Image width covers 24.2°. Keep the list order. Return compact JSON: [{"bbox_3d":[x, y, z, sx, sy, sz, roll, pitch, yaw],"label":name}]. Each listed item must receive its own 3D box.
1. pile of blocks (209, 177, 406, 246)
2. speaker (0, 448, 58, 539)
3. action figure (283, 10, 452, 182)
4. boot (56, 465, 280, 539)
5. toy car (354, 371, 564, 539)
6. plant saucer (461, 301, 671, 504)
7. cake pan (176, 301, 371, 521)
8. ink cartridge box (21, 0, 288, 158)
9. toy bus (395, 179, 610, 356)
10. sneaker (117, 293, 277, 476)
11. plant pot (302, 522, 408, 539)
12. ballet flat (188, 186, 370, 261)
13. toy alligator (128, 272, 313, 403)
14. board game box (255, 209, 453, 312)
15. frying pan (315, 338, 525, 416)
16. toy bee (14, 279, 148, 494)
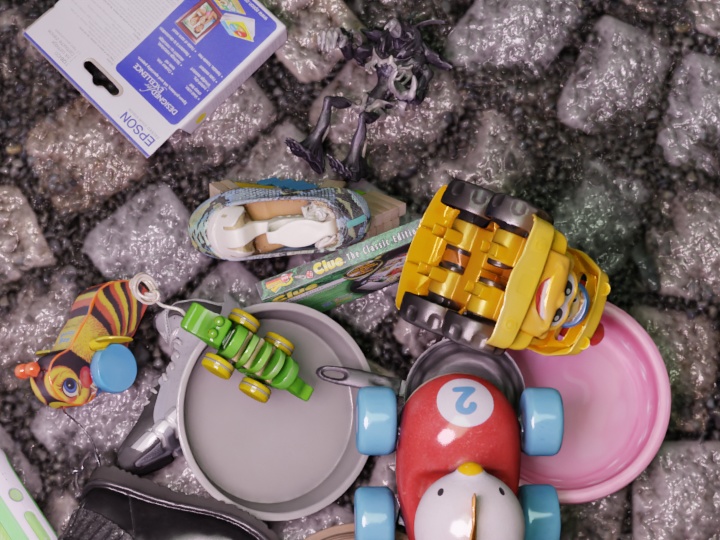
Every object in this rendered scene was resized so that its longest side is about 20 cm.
[{"bbox_3d":[-0.053,-0.049,1.661,0.198,0.082,0.063,10,117,17],"label":"pile of blocks"},{"bbox_3d":[-0.327,0.253,1.564,0.088,0.089,0.201,-36,74,-7],"label":"speaker"},{"bbox_3d":[0.013,-0.189,1.671,0.118,0.102,0.201,26,77,23],"label":"action figure"},{"bbox_3d":[-0.184,0.279,1.500,0.209,0.080,0.159,17,47,5],"label":"boot"},{"bbox_3d":[0.091,0.192,1.429,0.182,0.200,0.179,0,100,-4],"label":"toy car"},{"bbox_3d":[0.192,0.123,1.588,0.198,0.051,0.203,-1,72,4],"label":"plant saucer"},{"bbox_3d":[-0.081,0.131,1.569,0.198,0.037,0.203,2,85,-22],"label":"cake pan"},{"bbox_3d":[-0.210,-0.241,1.732,0.200,0.047,0.198,-44,77,-8],"label":"ink cartridge box"},{"bbox_3d":[0.152,0.020,1.494,0.191,0.200,0.137,23,90,-24],"label":"toy bus"},{"bbox_3d":[-0.179,0.099,1.615,0.200,0.075,0.115,-41,70,-19],"label":"sneaker"},{"bbox_3d":[-0.004,0.324,1.517,0.198,0.093,0.203,-1,72,4],"label":"plant pot"},{"bbox_3d":[-0.088,-0.042,1.590,0.198,0.074,0.075,-9,71,25],"label":"ballet flat"},{"bbox_3d":[-0.119,0.062,1.510,0.199,0.054,0.060,35,74,-16],"label":"toy alligator"},{"bbox_3d":[0.000,0.000,1.610,0.198,0.105,0.024,-21,74,-4],"label":"board game box"},{"bbox_3d":[0.061,0.127,1.555,0.188,0.031,0.116,-13,74,6],"label":"frying pan"},{"bbox_3d":[-0.266,0.088,1.587,0.130,0.108,0.202,-33,44,31],"label":"toy bee"}]
